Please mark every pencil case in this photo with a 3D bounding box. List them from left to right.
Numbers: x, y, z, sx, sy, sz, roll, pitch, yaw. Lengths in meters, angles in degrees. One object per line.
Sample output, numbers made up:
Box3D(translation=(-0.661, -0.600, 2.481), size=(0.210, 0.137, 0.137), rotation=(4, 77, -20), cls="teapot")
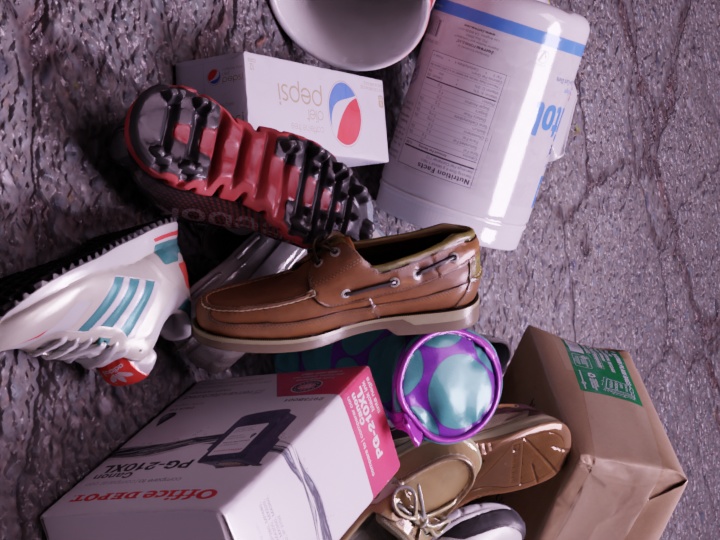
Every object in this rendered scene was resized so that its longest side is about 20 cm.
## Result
Box3D(translation=(0.014, 0.073, 1.249), size=(0.092, 0.200, 0.085), rotation=(-41, 111, -22), cls="pencil case")

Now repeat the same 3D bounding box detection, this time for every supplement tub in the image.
Box3D(translation=(0.100, -0.131, 1.435), size=(0.132, 0.131, 0.201), rotation=(-1, 110, -60), cls="supplement tub")

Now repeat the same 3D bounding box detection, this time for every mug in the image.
Box3D(translation=(0.014, -0.285, 1.380), size=(0.200, 0.133, 0.178), rotation=(-61, 137, -49), cls="mug")

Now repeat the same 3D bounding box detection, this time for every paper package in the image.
Box3D(translation=(0.169, 0.178, 1.440), size=(0.200, 0.103, 0.192), rotation=(-103, -148, -60), cls="paper package")

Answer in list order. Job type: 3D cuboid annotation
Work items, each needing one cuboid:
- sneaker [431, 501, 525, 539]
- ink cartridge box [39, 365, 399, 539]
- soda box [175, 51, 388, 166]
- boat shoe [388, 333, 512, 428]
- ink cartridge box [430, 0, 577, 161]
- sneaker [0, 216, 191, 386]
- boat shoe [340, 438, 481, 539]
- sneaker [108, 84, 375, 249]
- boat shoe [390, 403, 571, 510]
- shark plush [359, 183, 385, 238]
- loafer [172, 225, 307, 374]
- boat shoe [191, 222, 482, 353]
Box3D(translation=(0.049, 0.251, 1.305), size=(0.199, 0.080, 0.074), rotation=(-33, 137, -15), cls="sneaker")
Box3D(translation=(-0.086, 0.144, 1.118), size=(0.200, 0.144, 0.085), rotation=(-41, 119, -54), cls="ink cartridge box")
Box3D(translation=(-0.054, -0.116, 1.296), size=(0.200, 0.063, 0.069), rotation=(1, 85, -60), cls="soda box")
Box3D(translation=(0.068, 0.092, 1.471), size=(0.200, 0.065, 0.073), rotation=(-13, 96, -60), cls="boat shoe")
Box3D(translation=(0.126, -0.209, 1.581), size=(0.145, 0.084, 0.201), rotation=(-65, 138, -57), cls="ink cartridge box")
Box3D(translation=(-0.164, 0.033, 1.076), size=(0.200, 0.070, 0.094), rotation=(-33, 107, -60), cls="sneaker")
Box3D(translation=(0.008, 0.193, 1.229), size=(0.073, 0.200, 0.063), rotation=(50, 7, -34), cls="boat shoe")
Box3D(translation=(-0.084, -0.062, 1.176), size=(0.200, 0.098, 0.071), rotation=(23, 70, -30), cls="sneaker")
Box3D(translation=(0.059, 0.134, 1.303), size=(0.199, 0.072, 0.073), rotation=(-11, 121, -24), cls="boat shoe")
Box3D(translation=(0.000, 0.000, 1.326), size=(0.091, 0.083, 0.200), rotation=(-61, -177, -8), cls="shark plush")
Box3D(translation=(-0.077, -0.016, 1.231), size=(0.070, 0.070, 0.200), rotation=(39, 48, -10), cls="loafer")
Box3D(translation=(-0.016, 0.006, 1.149), size=(0.199, 0.072, 0.068), rotation=(-8, 116, -18), cls="boat shoe")
